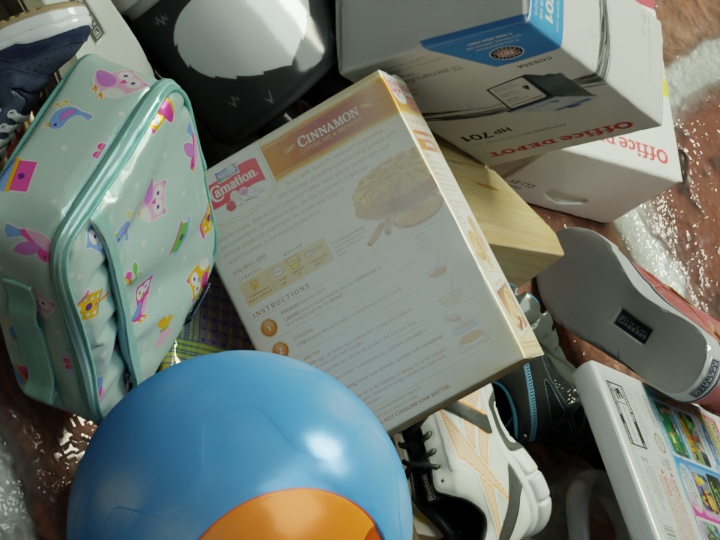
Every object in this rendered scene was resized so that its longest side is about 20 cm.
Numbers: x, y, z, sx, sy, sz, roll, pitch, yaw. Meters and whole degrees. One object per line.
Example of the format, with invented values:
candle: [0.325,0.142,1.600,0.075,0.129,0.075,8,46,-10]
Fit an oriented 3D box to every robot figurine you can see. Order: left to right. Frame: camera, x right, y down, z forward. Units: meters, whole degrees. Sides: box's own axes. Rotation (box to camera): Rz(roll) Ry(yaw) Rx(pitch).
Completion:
robot figurine: [-0.083,-0.165,1.404,0.200,0.124,0.150,51,44,-10]

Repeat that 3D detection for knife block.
knife block: [0.045,-0.023,1.458,0.200,0.064,0.176,44,32,-16]

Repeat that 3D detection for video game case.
video game case: [0.230,0.171,1.461,0.181,0.024,0.201,24,41,-49]

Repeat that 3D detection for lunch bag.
lunch bag: [-0.150,-0.009,1.227,0.076,0.201,0.161,16,56,16]

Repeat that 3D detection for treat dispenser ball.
treat dispenser ball: [-0.069,0.147,1.214,0.200,0.200,0.203,18,59,-33]

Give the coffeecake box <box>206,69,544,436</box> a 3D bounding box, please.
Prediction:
coffeecake box: [0.000,0.000,1.331,0.201,0.153,0.073,63,13,7]

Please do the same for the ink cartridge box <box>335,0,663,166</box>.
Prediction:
ink cartridge box: [0.097,-0.151,1.411,0.200,0.145,0.087,28,57,-52]

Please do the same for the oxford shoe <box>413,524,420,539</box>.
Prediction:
oxford shoe: [0.037,0.236,1.362,0.084,0.072,0.202,-11,85,-52]

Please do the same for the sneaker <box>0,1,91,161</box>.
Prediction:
sneaker: [-0.222,-0.066,1.206,0.109,0.199,0.070,61,9,2]

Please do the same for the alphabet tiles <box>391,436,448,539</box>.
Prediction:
alphabet tiles: [0.017,0.083,1.448,0.194,0.015,0.202,17,59,-35]

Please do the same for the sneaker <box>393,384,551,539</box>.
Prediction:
sneaker: [0.053,0.107,1.406,0.080,0.074,0.201,-38,97,-43]

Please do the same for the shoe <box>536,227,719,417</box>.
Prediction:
shoe: [0.214,0.042,1.554,0.091,0.072,0.200,26,12,-43]

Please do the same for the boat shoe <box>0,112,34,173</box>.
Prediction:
boat shoe: [-0.225,-0.107,1.280,0.074,0.069,0.202,-7,78,-67]

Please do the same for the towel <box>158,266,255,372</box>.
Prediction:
towel: [-0.069,0.055,1.375,0.143,0.023,0.202,15,60,-28]

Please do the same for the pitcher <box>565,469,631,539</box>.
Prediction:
pitcher: [0.178,0.247,1.438,0.172,0.121,0.200,49,38,-13]

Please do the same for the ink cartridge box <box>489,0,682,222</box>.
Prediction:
ink cartridge box: [0.162,-0.155,1.639,0.144,0.083,0.202,12,63,-37]

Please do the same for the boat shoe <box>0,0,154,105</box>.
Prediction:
boat shoe: [-0.188,-0.141,1.339,0.071,0.063,0.201,-51,128,-43]

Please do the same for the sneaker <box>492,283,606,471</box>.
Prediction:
sneaker: [0.131,0.099,1.508,0.200,0.073,0.082,45,67,-22]
